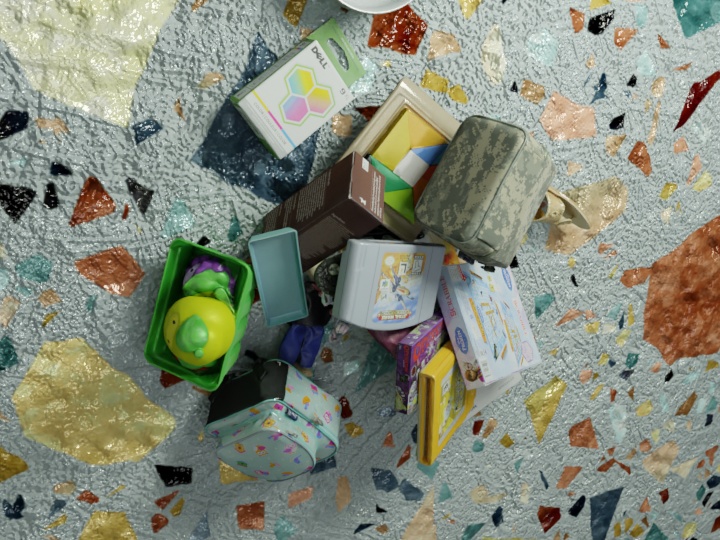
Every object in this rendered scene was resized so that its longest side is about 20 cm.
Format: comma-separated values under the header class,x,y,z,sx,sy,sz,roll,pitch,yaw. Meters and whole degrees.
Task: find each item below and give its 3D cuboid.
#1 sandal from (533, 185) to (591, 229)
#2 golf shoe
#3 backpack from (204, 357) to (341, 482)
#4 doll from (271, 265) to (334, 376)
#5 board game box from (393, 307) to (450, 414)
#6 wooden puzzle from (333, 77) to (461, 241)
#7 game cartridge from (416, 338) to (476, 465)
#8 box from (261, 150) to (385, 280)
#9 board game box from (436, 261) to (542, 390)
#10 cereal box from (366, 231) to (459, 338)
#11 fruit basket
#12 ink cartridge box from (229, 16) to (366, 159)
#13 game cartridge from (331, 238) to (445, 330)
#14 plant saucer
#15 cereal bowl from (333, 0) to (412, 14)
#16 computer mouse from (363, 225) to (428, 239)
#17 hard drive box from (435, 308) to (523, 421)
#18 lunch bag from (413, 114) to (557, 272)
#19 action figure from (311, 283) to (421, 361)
class,x,y,z,sx,sy,sz,roll,pitch,yaw
sandal,0.324,-0.122,1.259,0.212,0.078,0.070,43,82,-22
golf shoe,0.000,0.000,1.084,0.200,0.088,0.077,-11,102,-40
backpack,-0.130,0.254,1.142,0.176,0.154,0.200,-29,136,27
doll,-0.091,0.077,1.162,0.136,0.048,0.200,8,105,-36
board game box,0.111,0.135,1.134,0.200,0.032,0.120,-31,124,-55
wooden puzzle,0.075,-0.164,1.082,0.185,0.037,0.200,34,97,-25
game cartridge,0.152,0.200,1.174,0.200,0.032,0.177,-35,131,-50
box,-0.059,-0.077,1.035,0.075,0.100,0.200,35,132,-30
board game box,0.215,0.083,1.183,0.199,0.041,0.200,-6,76,-49
cereal box,0.077,0.012,1.220,0.200,0.040,0.144,-31,117,-11
fruit basket,-0.235,0.070,1.000,0.155,0.216,0.216,21,103,16
ink cartridge box,-0.080,-0.269,1.032,0.200,0.059,0.104,-40,120,-6
game cartridge,0.047,0.022,1.043,0.200,0.041,0.133,0,100,-44
plant saucer,-0.120,0.012,1.041,0.070,0.019,0.200,-15,140,-10
cereal bowl,0.008,-0.465,0.985,0.200,0.083,0.200,-9,112,-22
computer mouse,0.057,-0.146,1.129,0.138,0.053,0.200,4,100,-15
hard drive box,0.194,0.162,1.307,0.156,0.077,0.200,-34,119,-9
lunch bag,0.199,-0.107,1.051,0.168,0.139,0.200,25,94,-44
action figure,0.014,0.061,1.119,0.200,0.134,0.149,39,76,-16
